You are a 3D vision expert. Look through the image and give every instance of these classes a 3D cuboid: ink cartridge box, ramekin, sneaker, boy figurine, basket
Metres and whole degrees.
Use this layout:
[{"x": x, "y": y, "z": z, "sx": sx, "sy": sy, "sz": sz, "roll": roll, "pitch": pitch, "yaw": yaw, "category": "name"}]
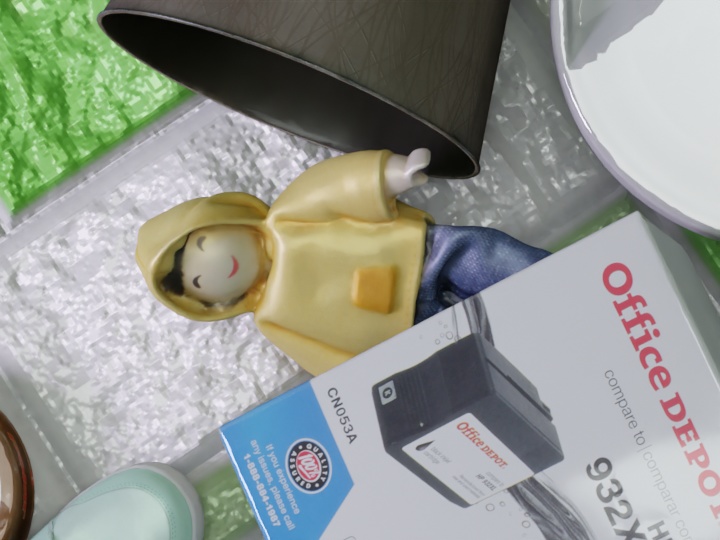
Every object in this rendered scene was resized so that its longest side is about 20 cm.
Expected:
[{"x": 0.065, "y": 0.087, "z": 1.217, "sx": 0.200, "sy": 0.084, "sz": 0.145, "roll": -27, "pitch": 75, "yaw": 11, "category": "ink cartridge box"}, {"x": 0.182, "y": -0.104, "z": 1.305, "sx": 0.202, "sy": 0.094, "sz": 0.203, "roll": 0, "pitch": 83, "yaw": 4, "category": "ramekin"}, {"x": -0.144, "y": 0.162, "z": 1.273, "sx": 0.074, "sy": 0.118, "sz": 0.200, "roll": 41, "pitch": 85, "yaw": 9, "category": "sneaker"}, {"x": 0.000, "y": 0.000, "z": 1.302, "sx": 0.199, "sy": 0.064, "sz": 0.125, "roll": 14, "pitch": 117, "yaw": -1, "category": "boy figurine"}, {"x": 0.002, "y": -0.167, "z": 1.308, "sx": 0.180, "sy": 0.136, "sz": 0.201, "roll": 21, "pitch": 79, "yaw": -6, "category": "basket"}]

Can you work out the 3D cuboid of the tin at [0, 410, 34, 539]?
[{"x": -0.247, "y": 0.108, "z": 1.328, "sx": 0.199, "sy": 0.042, "sz": 0.112, "roll": -9, "pitch": 86, "yaw": 2, "category": "tin"}]
